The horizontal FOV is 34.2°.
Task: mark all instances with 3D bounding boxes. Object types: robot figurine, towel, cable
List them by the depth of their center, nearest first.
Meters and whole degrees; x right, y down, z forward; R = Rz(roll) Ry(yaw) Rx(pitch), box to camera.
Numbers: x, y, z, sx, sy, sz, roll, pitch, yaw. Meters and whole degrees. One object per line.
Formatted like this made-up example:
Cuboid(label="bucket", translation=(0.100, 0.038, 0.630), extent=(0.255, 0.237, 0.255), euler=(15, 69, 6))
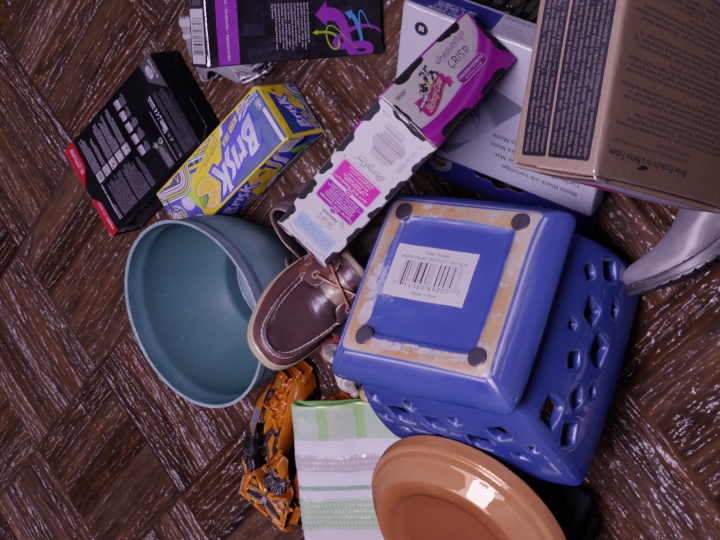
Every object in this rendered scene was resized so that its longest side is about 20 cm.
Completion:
Cuboid(label="robot figurine", translation=(0.122, 0.220, 1.107), extent=(0.199, 0.125, 0.151), euler=(14, 107, 34))
Cuboid(label="cable", translation=(-0.024, 0.066, 1.138), extent=(0.050, 0.200, 0.097), euler=(-42, 108, -1))
Cuboid(label="towel", translation=(0.006, 0.229, 1.212), extent=(0.148, 0.031, 0.201), euler=(-4, 104, 9))
Cuboid(label="robot figurine", translation=(-0.075, 0.201, 1.292), extent=(0.145, 0.058, 0.201), euler=(35, 120, 26))

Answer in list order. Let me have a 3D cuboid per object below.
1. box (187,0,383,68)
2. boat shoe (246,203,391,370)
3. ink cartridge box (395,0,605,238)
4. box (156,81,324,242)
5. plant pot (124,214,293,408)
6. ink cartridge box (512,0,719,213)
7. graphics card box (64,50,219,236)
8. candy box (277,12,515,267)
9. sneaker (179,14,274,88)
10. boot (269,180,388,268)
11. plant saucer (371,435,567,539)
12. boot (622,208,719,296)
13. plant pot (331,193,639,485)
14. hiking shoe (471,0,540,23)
Cuboid(label="box", translation=(-0.067, -0.265, 1.075), extent=(0.036, 0.199, 0.144), euler=(15, 111, 52))
Cuboid(label="boat shoe", translation=(-0.020, 0.006, 1.029), extent=(0.072, 0.200, 0.072), euler=(50, 149, -3))
Cuboid(label="ink cartridge box", translation=(0.121, -0.123, 1.003), extent=(0.199, 0.041, 0.201), euler=(24, 139, 20))
Cuboid(label="box", translation=(-0.130, -0.114, 1.250), extent=(0.200, 0.064, 0.070), euler=(-40, 77, 37))
Cuboid(label="plant pot", translation=(-0.133, 0.028, 1.241), extent=(0.200, 0.134, 0.201), euler=(16, 116, 36))
Cuboid(label="ink cartridge box", translation=(0.204, -0.137, 0.844), extent=(0.075, 0.200, 0.166), euler=(13, 94, 42))
Cuboid(label="graphics card box", translation=(-0.249, -0.143, 1.342), extent=(0.200, 0.051, 0.126), euler=(-39, 77, 39))
Cuboid(label="candy box", translation=(0.026, -0.103, 0.958), extent=(0.061, 0.136, 0.200), euler=(42, 142, -1))
Cuboid(label="sneaker", translation=(-0.103, -0.228, 1.204), extent=(0.199, 0.075, 0.082), euler=(12, 119, 45))
Cuboid(label="boot", translation=(0.000, 0.000, 1.125), extent=(0.200, 0.146, 0.070), euler=(56, 131, 13))
Cuboid(label="plant saucer", translation=(0.088, 0.233, 1.020), extent=(0.200, 0.037, 0.201), euler=(23, 135, 26))
Cuboid(label="boot", translation=(0.275, -0.076, 0.954), extent=(0.200, 0.070, 0.132), euler=(-36, 76, 26))
Cuboid(label="plant pot", translation=(0.100, 0.045, 0.989), extent=(0.199, 0.180, 0.201), euler=(9, 70, 35))
Cuboid(label="hiking shoe", translation=(0.120, -0.216, 1.021), extent=(0.200, 0.076, 0.101), euler=(-26, 90, 40))
